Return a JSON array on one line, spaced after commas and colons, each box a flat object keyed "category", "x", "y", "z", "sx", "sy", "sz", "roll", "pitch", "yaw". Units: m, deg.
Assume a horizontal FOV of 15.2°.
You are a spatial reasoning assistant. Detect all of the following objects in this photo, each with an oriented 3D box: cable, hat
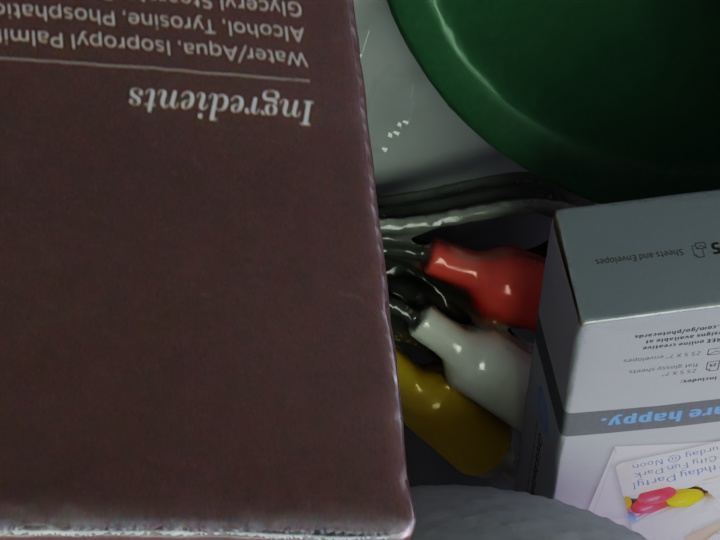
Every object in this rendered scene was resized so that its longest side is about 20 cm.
[{"category": "cable", "x": 0.000, "y": 0.000, "z": 0.805, "sx": 0.199, "sy": 0.050, "sz": 0.097, "roll": 21, "pitch": 115, "yaw": -30}, {"category": "hat", "x": 0.124, "y": -0.123, "z": 0.797, "sx": 0.199, "sy": 0.176, "sz": 0.166, "roll": 17, "pitch": 123, "yaw": 15}]

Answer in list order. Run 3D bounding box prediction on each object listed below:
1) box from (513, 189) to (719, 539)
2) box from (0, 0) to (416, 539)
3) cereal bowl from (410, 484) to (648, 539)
[{"category": "box", "x": 0.127, "y": 0.043, "z": 0.803, "sx": 0.155, "sy": 0.041, "sz": 0.200, "roll": -7, "pitch": 148, "yaw": -6}, {"category": "box", "x": -0.100, "y": -0.009, "z": 0.640, "sx": 0.164, "sy": 0.201, "sz": 0.166, "roll": 3, "pitch": 156, "yaw": -23}, {"category": "cereal bowl", "x": 0.040, "y": 0.140, "z": 0.797, "sx": 0.199, "sy": 0.083, "sz": 0.201, "roll": 9, "pitch": 126, "yaw": 13}]
